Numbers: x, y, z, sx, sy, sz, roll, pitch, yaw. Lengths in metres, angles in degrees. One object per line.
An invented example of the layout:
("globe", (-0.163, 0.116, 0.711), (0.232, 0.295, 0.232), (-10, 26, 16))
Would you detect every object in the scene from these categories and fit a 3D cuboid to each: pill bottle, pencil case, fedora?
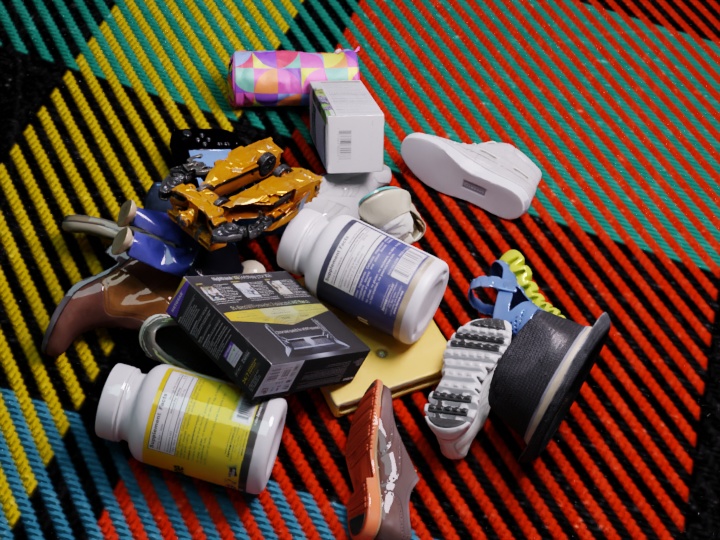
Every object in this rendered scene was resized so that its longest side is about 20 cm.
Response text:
("pill bottle", (-0.190, 0.172, 1.463), (0.197, 0.113, 0.113), (15, 48, 4))
("pill bottle", (0.000, 0.000, 1.609), (0.198, 0.112, 0.111), (26, 50, 16))
("pencil case", (-0.096, -0.280, 1.891), (0.197, 0.089, 0.089), (-3, 50, -13))
("fedora", (0.209, 0.121, 1.517), (0.091, 0.202, 0.201), (30, 51, 15))

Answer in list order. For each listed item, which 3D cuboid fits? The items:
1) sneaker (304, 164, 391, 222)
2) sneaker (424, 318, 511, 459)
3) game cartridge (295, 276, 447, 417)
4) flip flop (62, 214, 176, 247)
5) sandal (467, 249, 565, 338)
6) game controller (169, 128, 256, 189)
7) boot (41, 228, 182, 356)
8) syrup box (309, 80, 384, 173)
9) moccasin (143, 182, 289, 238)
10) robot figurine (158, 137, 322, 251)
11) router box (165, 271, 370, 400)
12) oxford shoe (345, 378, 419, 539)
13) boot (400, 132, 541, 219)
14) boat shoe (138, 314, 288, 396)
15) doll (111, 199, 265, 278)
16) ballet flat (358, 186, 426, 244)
("sneaker", (-0.028, -0.089, 1.757), (0.199, 0.074, 0.101), (-23, 97, -43))
("sneaker", (0.132, 0.139, 1.572), (0.074, 0.082, 0.201), (9, 46, 25))
("game cartridge", (0.004, 0.077, 1.637), (0.174, 0.033, 0.201), (-15, 51, -21))
("flip flop", (-0.285, -0.025, 1.650), (0.197, 0.081, 0.058), (14, 81, 1))
("sandal", (0.201, 0.063, 1.656), (0.086, 0.080, 0.201), (-16, 46, -18))
("game controller", (-0.192, -0.119, 1.761), (0.103, 0.042, 0.202), (-9, 52, -17))
("boot", (-0.260, 0.078, 1.573), (0.199, 0.069, 0.189), (39, 66, 3))
("syrup box", (-0.022, -0.199, 1.780), (0.080, 0.080, 0.200), (-3, 21, -9))
("moccasin", (-0.177, -0.088, 1.655), (0.197, 0.081, 0.069), (4, 63, -6))
("robot figurine", (-0.146, -0.088, 1.565), (0.145, 0.059, 0.199), (38, 45, 24))
("router box", (-0.103, 0.070, 1.506), (0.157, 0.053, 0.199), (42, 23, 26))
("oxford shoe", (0.027, 0.221, 1.496), (0.072, 0.071, 0.202), (16, 55, -20))
("boot", (0.158, -0.150, 1.840), (0.198, 0.074, 0.096), (30, 44, 5))
("boat shoe", (-0.161, 0.105, 1.524), (0.199, 0.060, 0.073), (20, 85, -15))
("doll", (-0.198, -0.024, 1.576), (0.198, 0.048, 0.138), (23, 53, -28))
("ballet flat", (0.048, -0.064, 1.682), (0.068, 0.200, 0.071), (0, 88, 14))
